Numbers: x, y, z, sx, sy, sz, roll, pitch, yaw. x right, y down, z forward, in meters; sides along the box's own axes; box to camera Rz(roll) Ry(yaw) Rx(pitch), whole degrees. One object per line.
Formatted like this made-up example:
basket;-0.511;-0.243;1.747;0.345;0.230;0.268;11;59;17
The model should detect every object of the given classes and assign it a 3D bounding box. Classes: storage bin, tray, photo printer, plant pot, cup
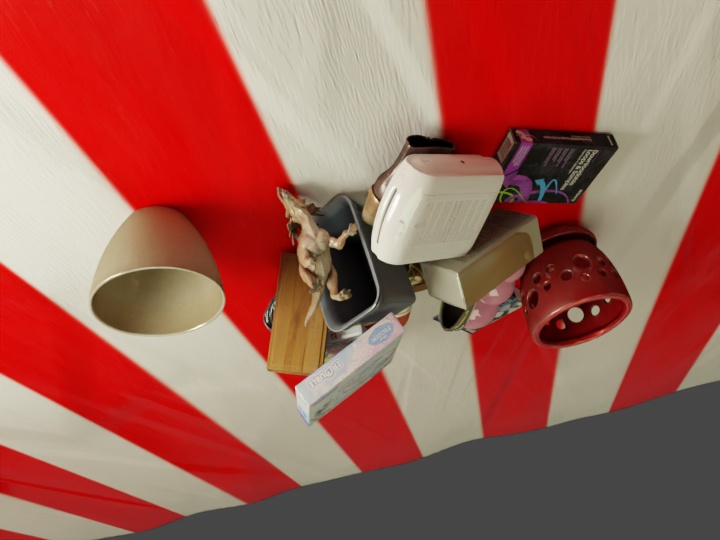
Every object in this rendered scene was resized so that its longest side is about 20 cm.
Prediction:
storage bin;0.000;0.000;1.089;0.144;0.205;0.132;-35;151;33
tray;-0.102;0.076;1.133;0.095;0.206;0.037;6;164;0
photo printer;0.108;-0.092;0.973;0.196;0.070;0.169;-9;133;-38
plant pot;0.406;0.026;1.273;0.194;0.187;0.202;-8;150;-5
cup;-0.310;-0.009;0.997;0.194;0.147;0.202;-9;148;-5

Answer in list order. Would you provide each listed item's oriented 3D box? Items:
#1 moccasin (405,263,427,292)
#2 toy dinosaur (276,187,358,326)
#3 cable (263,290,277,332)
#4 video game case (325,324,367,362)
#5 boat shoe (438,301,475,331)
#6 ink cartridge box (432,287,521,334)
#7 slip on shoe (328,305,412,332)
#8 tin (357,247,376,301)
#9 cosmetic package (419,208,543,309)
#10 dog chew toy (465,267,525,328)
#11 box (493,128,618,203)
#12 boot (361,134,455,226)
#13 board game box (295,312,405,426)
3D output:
moccasin;0.087;0.002;1.239;0.197;0.076;0.077;-18;158;29
toy dinosaur;-0.075;-0.025;1.021;0.084;0.135;0.206;-11;113;-31
cable;-0.093;0.094;1.273;0.194;0.051;0.167;-4;121;-12
video game case;-0.053;0.155;1.244;0.177;0.024;0.200;-15;158;12
boat shoe;0.198;0.019;1.211;0.060;0.071;0.207;-15;124;-65
ink cartridge box;0.269;0.094;1.476;0.198;0.040;0.098;-34;144;31
slip on shoe;0.003;0.095;1.225;0.194;0.075;0.062;-12;130;-6
tin;-0.017;0.024;1.182;0.195;0.115;0.042;-17;161;7
cosmetic package;0.208;-0.024;1.109;0.197;0.104;0.073;-32;118;-23
dog chew toy;0.248;0.023;1.282;0.122;0.127;0.201;12;134;-34
box;0.305;-0.168;1.073;0.194;0.037;0.144;-3;147;-18
boot;0.109;-0.130;1.030;0.196;0.074;0.167;1;140;-37
board game box;-0.021;0.174;1.109;0.198;0.044;0.200;-36;165;-17
